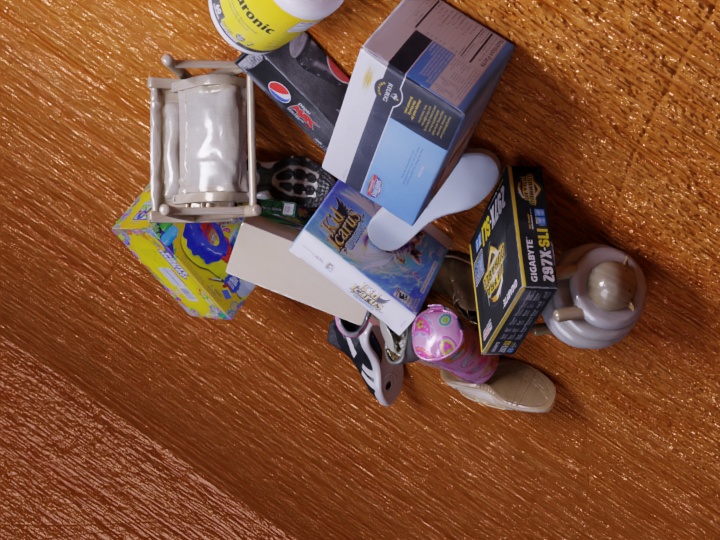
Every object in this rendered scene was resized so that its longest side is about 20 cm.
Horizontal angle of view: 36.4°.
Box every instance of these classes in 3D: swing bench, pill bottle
[{"bbox_3d":[-0.211,-0.167,1.447,0.128,0.202,0.200,-1,-179,-16],"label":"swing bench"},{"bbox_3d":[-0.078,-0.316,1.191,0.111,0.112,0.199,44,152,-19],"label":"pill bottle"}]

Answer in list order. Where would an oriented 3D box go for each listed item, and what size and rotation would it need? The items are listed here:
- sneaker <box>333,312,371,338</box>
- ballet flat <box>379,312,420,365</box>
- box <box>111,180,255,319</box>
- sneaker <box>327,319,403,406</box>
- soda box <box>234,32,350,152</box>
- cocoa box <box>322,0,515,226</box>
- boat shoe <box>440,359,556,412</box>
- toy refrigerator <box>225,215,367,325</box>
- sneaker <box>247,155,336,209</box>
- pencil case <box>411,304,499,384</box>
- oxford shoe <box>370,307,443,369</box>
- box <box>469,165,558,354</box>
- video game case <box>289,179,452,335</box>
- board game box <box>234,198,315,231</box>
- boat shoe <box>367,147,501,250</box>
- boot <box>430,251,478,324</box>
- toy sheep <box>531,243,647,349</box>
[{"bbox_3d":[0.000,0.000,1.558,0.069,0.082,0.203,2,107,-4],"label":"sneaker"},{"bbox_3d":[0.055,0.043,1.578,0.067,0.063,0.203,23,123,55],"label":"ballet flat"},{"bbox_3d":[-0.239,-0.065,1.702,0.121,0.194,0.201,2,140,48],"label":"box"},{"bbox_3d":[0.004,0.144,1.907,0.111,0.073,0.202,19,141,35],"label":"sneaker"},{"bbox_3d":[-0.057,-0.221,1.366,0.200,0.071,0.063,44,153,-16],"label":"soda box"},{"bbox_3d":[0.060,-0.177,1.204,0.130,0.134,0.201,32,145,6],"label":"cocoa box"},{"bbox_3d":[0.222,0.180,1.712,0.198,0.074,0.069,16,160,35],"label":"boat shoe"},{"bbox_3d":[-0.074,-0.004,1.489,0.197,0.077,0.070,21,-163,0],"label":"toy refrigerator"},{"bbox_3d":[-0.100,-0.124,1.611,0.198,0.078,0.088,11,176,38],"label":"sneaker"},{"bbox_3d":[0.140,0.109,1.599,0.087,0.089,0.200,19,173,28],"label":"pencil case"},{"bbox_3d":[0.077,0.082,1.710,0.199,0.071,0.075,34,151,2],"label":"oxford shoe"},{"bbox_3d":[0.183,-0.009,1.339,0.049,0.162,0.201,2,154,-8],"label":"box"},{"bbox_3d":[0.019,-0.034,1.449,0.180,0.201,0.046,36,125,-4],"label":"video game case"},{"bbox_3d":[-0.091,-0.073,1.583,0.103,0.024,0.199,11,176,26],"label":"board game box"},{"bbox_3d":[0.098,-0.101,1.385,0.201,0.086,0.075,-36,105,32],"label":"boat shoe"},{"bbox_3d":[0.145,0.028,1.537,0.198,0.076,0.074,11,147,42],"label":"boot"},{"bbox_3d":[0.276,0.033,1.332,0.137,0.139,0.200,36,167,-2],"label":"toy sheep"}]
